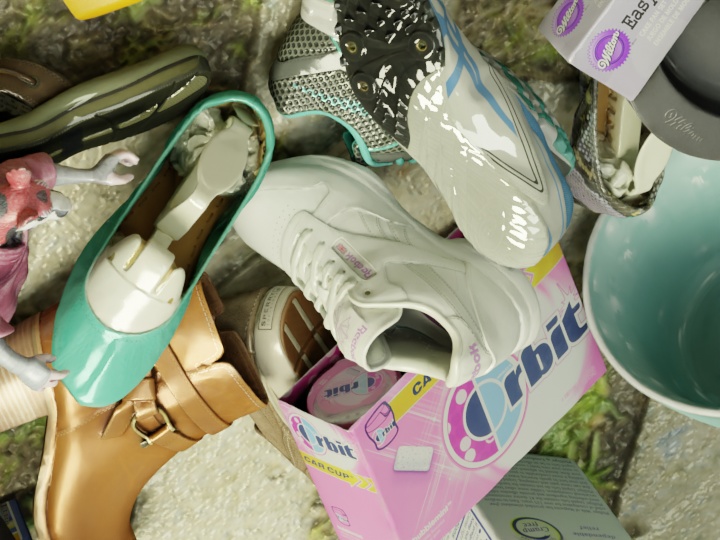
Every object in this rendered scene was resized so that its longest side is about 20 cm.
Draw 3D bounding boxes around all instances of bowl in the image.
[{"bbox_3d":[0.243,0.019,1.659,0.200,0.201,0.105,-35,145,0],"label":"bowl"}]

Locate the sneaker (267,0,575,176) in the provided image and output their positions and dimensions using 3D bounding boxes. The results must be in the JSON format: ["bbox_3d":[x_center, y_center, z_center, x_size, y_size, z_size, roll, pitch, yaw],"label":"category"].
[{"bbox_3d":[0.031,-0.093,1.569,0.199,0.078,0.091,28,109,-22],"label":"sneaker"}]

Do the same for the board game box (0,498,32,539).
[{"bbox_3d":[-0.271,0.219,1.577,0.199,0.136,0.035,-21,128,-8],"label":"board game box"}]

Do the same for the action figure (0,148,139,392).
[{"bbox_3d":[-0.211,-0.015,1.461,0.148,0.135,0.200,21,150,-10],"label":"action figure"}]

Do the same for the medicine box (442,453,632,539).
[{"bbox_3d":[0.099,0.239,1.699,0.102,0.200,0.183,6,116,-24],"label":"medicine box"}]

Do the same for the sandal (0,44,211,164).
[{"bbox_3d":[-0.180,-0.089,1.492,0.200,0.080,0.058,-21,80,-19],"label":"sandal"}]

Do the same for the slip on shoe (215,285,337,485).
[{"bbox_3d":[-0.033,0.087,1.650,0.060,0.076,0.200,-4,139,27],"label":"slip on shoe"}]

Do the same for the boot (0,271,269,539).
[{"bbox_3d":[-0.124,0.097,1.592,0.154,0.077,0.201,-19,113,8],"label":"boot"}]

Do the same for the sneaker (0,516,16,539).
[{"bbox_3d":[-0.254,0.176,1.542,0.115,0.201,0.076,-36,153,14],"label":"sneaker"}]

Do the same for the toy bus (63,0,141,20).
[{"bbox_3d":[-0.069,-0.202,1.429,0.199,0.079,0.065,-17,127,19],"label":"toy bus"}]

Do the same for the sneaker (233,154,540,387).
[{"bbox_3d":[0.000,0.000,1.536,0.100,0.199,0.075,-41,149,-45],"label":"sneaker"}]

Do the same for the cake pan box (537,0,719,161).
[{"bbox_3d":[0.223,-0.159,1.533,0.184,0.052,0.200,30,105,-29],"label":"cake pan box"}]

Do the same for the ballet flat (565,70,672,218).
[{"bbox_3d":[0.161,-0.120,1.602,0.072,0.072,0.202,-8,120,-18],"label":"ballet flat"}]

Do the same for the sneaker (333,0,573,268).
[{"bbox_3d":[0.051,-0.094,1.502,0.072,0.073,0.201,-20,112,33],"label":"sneaker"}]

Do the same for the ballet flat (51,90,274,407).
[{"bbox_3d":[-0.108,-0.020,1.502,0.067,0.070,0.201,31,71,-3],"label":"ballet flat"}]

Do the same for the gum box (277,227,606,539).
[{"bbox_3d":[0.055,0.065,1.625,0.200,0.066,0.114,-43,129,-27],"label":"gum box"}]
